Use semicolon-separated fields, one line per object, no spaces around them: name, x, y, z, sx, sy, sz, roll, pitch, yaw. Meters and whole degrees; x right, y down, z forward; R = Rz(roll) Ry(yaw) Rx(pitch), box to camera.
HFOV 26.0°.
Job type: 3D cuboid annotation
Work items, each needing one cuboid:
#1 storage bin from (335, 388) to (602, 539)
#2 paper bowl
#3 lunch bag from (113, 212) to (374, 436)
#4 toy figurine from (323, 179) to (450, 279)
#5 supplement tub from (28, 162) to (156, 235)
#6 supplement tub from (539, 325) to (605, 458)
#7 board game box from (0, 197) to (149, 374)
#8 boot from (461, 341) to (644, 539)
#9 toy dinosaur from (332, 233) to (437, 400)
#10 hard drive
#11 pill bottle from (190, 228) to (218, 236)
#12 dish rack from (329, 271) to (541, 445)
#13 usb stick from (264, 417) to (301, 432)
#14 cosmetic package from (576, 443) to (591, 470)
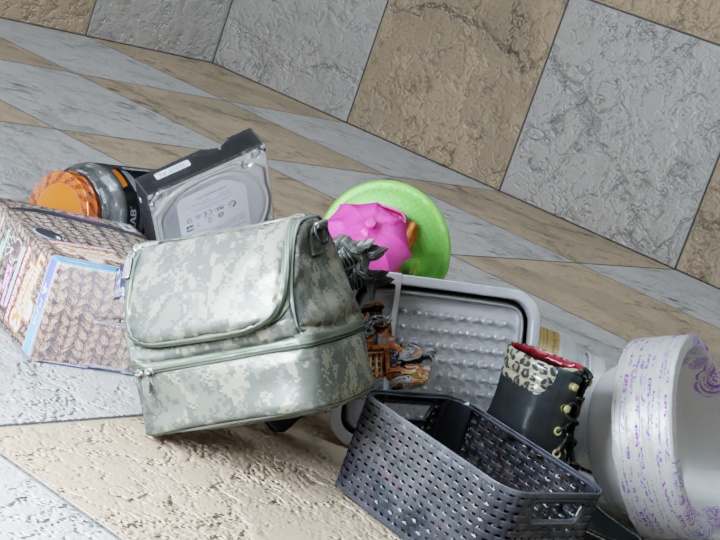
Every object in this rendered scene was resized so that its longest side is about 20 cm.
storage bin;0.091;0.188;1.352;0.135;0.094;0.200;9;16;-44
paper bowl;0.295;0.167;1.558;0.104;0.202;0.200;-5;-2;29
lunch bag;-0.104;0.045;1.342;0.199;0.169;0.139;-10;0;27
toy figurine;0.000;0.000;1.612;0.149;0.201;0.184;21;3;10
supplement tub;-0.283;-0.061;1.814;0.122;0.123;0.200;26;14;30
supplement tub;0.142;0.117;1.635;0.199;0.146;0.145;19;11;-2
board game box;-0.271;0.017;1.531;0.159;0.097;0.200;12;14;-35
boot;0.189;0.170;1.442;0.203;0.155;0.073;26;13;30
toy dinosaur;-0.025;0.042;1.430;0.199;0.136;0.102;24;-17;-10
hard drive;-0.157;-0.042;1.646;0.139;0.201;0.038;-25;51;-20
pill bottle;-0.112;0.051;1.570;0.115;0.116;0.200;9;23;-43
dish rack;0.071;0.095;1.531;0.198;0.173;0.044;7;-3;-8
usb stick;-0.122;0.067;1.450;0.200;0.055;0.033;47;8;-8
cosmetic package;0.326;0.202;1.733;0.199;0.072;0.105;22;11;10
